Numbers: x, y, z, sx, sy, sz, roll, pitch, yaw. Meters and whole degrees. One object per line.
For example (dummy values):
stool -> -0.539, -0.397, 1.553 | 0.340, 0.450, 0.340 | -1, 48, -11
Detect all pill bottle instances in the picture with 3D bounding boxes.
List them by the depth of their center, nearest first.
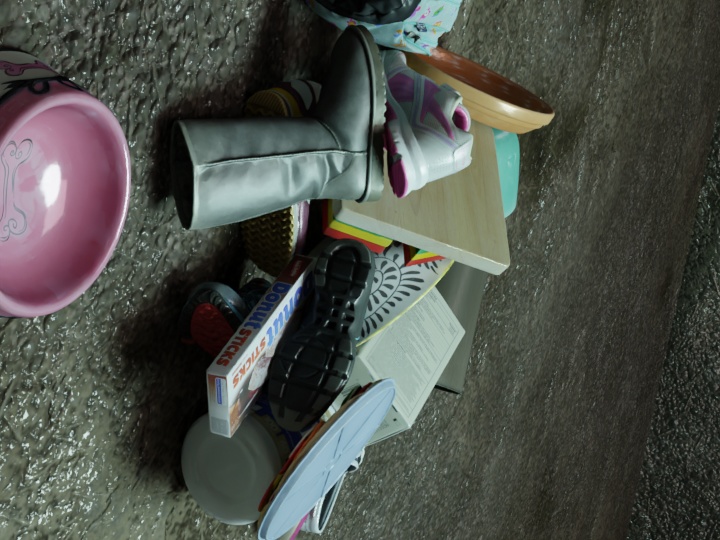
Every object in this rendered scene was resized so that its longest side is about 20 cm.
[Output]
pill bottle -> -0.088, 0.185, 1.325 | 0.200, 0.119, 0.121 | -17, 121, -60

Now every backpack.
backpack -> 0.025, -0.290, 1.235 | 0.127, 0.166, 0.200 | -60, 161, 14

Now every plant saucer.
plant saucer -> 0.126, -0.209, 1.423 | 0.200, 0.200, 0.038 | -10, 130, -62

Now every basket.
basket -> 0.091, 0.043, 1.589 | 0.180, 0.135, 0.202 | 34, 72, -72

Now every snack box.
snack box -> -0.090, 0.067, 1.167 | 0.200, 0.024, 0.072 | -56, 152, -51

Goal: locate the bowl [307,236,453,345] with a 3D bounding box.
bowl -> 0.000, 0.000, 1.370 | 0.094, 0.200, 0.201 | 52, 48, -11

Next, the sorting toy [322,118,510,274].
sorting toy -> 0.049, -0.091, 1.307 | 0.070, 0.198, 0.201 | -48, -148, 43

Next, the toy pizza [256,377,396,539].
toy pizza -> -0.038, 0.177, 1.198 | 0.200, 0.032, 0.200 | -47, 166, -16

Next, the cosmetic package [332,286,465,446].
cosmetic package -> 0.036, 0.093, 1.392 | 0.104, 0.073, 0.200 | 55, 34, -11

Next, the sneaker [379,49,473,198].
sneaker -> 0.060, -0.149, 1.217 | 0.082, 0.087, 0.201 | 87, -7, -45

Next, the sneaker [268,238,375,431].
sneaker -> -0.029, 0.070, 1.201 | 0.079, 0.075, 0.201 | 82, 28, -62

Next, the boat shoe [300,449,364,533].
boat shoe -> -0.031, 0.228, 1.526 | 0.201, 0.068, 0.072 | -60, 152, -24

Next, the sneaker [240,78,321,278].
sneaker -> -0.066, -0.091, 1.244 | 0.090, 0.075, 0.201 | -29, 132, -48

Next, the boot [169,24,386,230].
boot -> -0.076, -0.133, 1.134 | 0.198, 0.072, 0.183 | -4, 92, -21

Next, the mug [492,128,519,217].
mug -> 0.126, -0.131, 1.481 | 0.151, 0.184, 0.115 | -23, 125, -37

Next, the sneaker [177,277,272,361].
sneaker -> -0.123, 0.045, 1.244 | 0.200, 0.079, 0.096 | 62, 34, -62

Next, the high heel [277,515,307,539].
high heel -> -0.059, 0.227, 1.480 | 0.096, 0.067, 0.202 | 16, 81, -60

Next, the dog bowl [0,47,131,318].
dog bowl -> -0.246, -0.055, 0.906 | 0.200, 0.073, 0.201 | -42, 141, -46
